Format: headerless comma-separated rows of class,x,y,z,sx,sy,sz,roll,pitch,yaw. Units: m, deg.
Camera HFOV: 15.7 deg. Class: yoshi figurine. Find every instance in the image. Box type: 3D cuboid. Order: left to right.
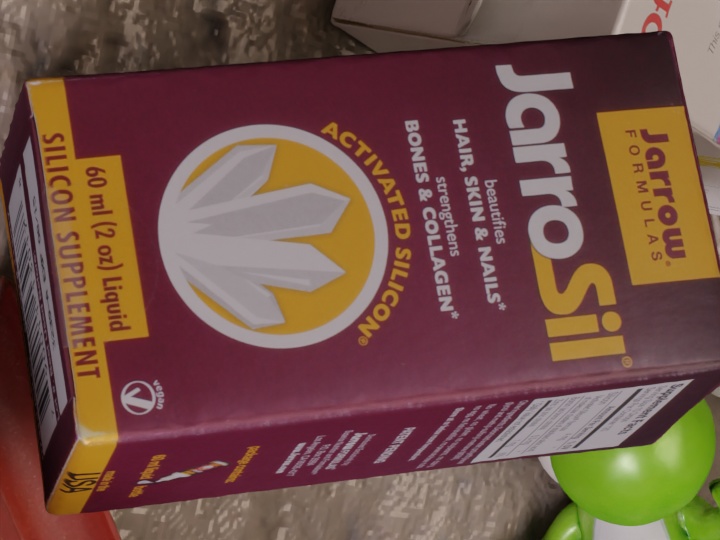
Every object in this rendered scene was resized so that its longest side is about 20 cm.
yoshi figurine,0.106,0.106,0.999,0.112,0.112,0.201,-26,115,-33

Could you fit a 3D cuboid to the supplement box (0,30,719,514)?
supplement box,0.000,0.000,0.781,0.199,0.086,0.111,-6,73,-15

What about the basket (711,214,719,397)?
basket,0.226,-0.020,1.052,0.199,0.123,0.136,10,66,-48

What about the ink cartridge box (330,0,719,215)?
ink cartridge box,0.096,-0.110,0.918,0.200,0.125,0.129,28,79,-47

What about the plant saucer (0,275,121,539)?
plant saucer,-0.098,0.136,0.768,0.200,0.036,0.200,-87,161,-58
